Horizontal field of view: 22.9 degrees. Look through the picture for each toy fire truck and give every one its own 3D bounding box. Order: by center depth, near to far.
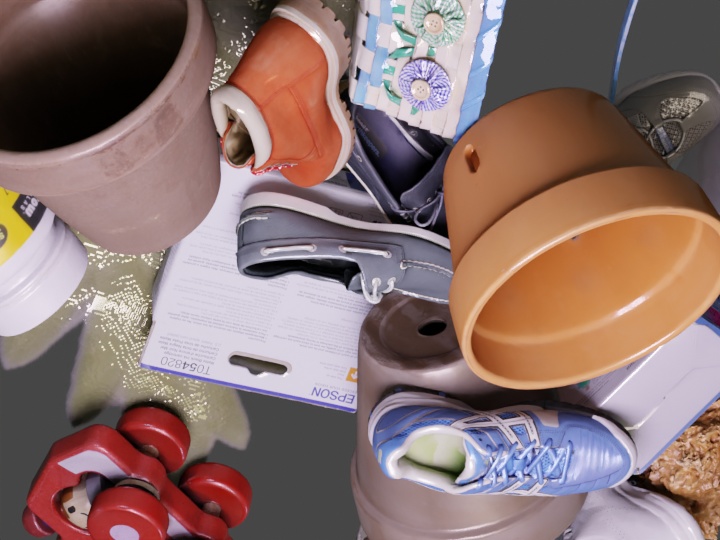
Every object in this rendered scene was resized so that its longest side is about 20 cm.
[{"bbox_3d":[-0.197,0.215,1.497,0.167,0.113,0.200,-25,124,30],"label":"toy fire truck"}]

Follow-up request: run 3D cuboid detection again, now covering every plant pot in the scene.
[{"bbox_3d":[0.142,-0.030,1.241,0.198,0.141,0.201,-15,146,-10],"label":"plant pot"},{"bbox_3d":[-0.175,-0.104,1.251,0.198,0.201,0.175,-21,141,4],"label":"plant pot"},{"bbox_3d":[0.073,0.109,1.403,0.198,0.201,0.175,-16,126,1],"label":"plant pot"}]

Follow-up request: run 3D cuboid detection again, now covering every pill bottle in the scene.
[{"bbox_3d":[-0.295,-0.052,1.293,0.114,0.115,0.200,-32,123,11],"label":"pill bottle"}]

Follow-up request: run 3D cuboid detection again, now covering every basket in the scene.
[{"bbox_3d":[0.094,-0.170,1.269,0.198,0.140,0.178,6,123,-3],"label":"basket"}]

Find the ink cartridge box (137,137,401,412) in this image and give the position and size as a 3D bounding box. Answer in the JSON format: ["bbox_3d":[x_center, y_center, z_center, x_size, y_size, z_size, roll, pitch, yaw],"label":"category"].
[{"bbox_3d":[-0.060,0.007,1.415,0.198,0.041,0.201,14,118,-20],"label":"ink cartridge box"}]

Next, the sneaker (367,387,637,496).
[{"bbox_3d":[0.102,0.137,1.286,0.198,0.077,0.077,3,109,3],"label":"sneaker"}]

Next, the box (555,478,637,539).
[{"bbox_3d":[0.185,0.276,1.539,0.198,0.197,0.125,-5,124,-7],"label":"box"}]

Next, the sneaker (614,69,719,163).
[{"bbox_3d":[0.201,-0.078,1.381,0.199,0.082,0.075,-34,122,12],"label":"sneaker"}]

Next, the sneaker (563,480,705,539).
[{"bbox_3d":[0.187,0.209,1.423,0.088,0.200,0.076,-34,106,-17],"label":"sneaker"}]

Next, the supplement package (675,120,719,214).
[{"bbox_3d":[0.360,-0.045,1.412,0.198,0.114,0.110,17,117,-19],"label":"supplement package"}]

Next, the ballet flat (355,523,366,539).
[{"bbox_3d":[0.043,0.216,1.520,0.072,0.073,0.199,36,143,-27],"label":"ballet flat"}]

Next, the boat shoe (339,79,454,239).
[{"bbox_3d":[0.048,-0.066,1.347,0.200,0.062,0.075,46,75,-17],"label":"boat shoe"}]

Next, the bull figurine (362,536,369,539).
[{"bbox_3d":[0.064,0.256,1.412,0.198,0.121,0.066,1,115,37],"label":"bull figurine"}]

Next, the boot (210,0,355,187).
[{"bbox_3d":[-0.061,-0.102,1.254,0.108,0.075,0.200,-52,162,-20],"label":"boot"}]

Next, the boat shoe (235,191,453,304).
[{"bbox_3d":[0.000,0.000,1.335,0.198,0.062,0.073,16,148,-7],"label":"boat shoe"}]

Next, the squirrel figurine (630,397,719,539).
[{"bbox_3d":[0.284,0.110,1.446,0.140,0.201,0.187,21,130,-14],"label":"squirrel figurine"}]

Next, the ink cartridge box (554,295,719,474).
[{"bbox_3d":[0.212,0.041,1.390,0.076,0.201,0.137,33,112,-26],"label":"ink cartridge box"}]
